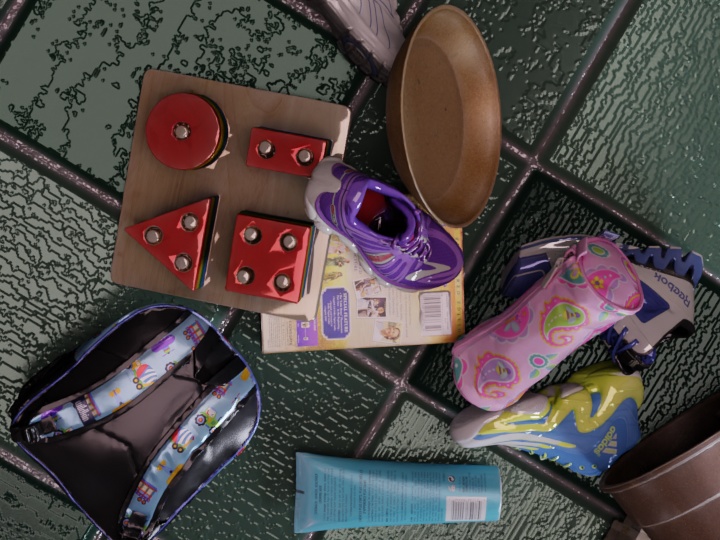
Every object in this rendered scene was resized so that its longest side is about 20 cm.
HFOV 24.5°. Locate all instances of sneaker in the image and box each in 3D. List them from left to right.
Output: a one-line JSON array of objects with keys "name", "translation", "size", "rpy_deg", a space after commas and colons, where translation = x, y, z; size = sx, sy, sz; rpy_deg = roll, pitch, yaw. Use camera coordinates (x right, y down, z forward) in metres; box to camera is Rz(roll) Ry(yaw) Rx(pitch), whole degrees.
[{"name": "sneaker", "translation": [0.003, -0.249, 1.528], "size": [0.087, 0.074, 0.200], "rpy_deg": [-44, 104, -12]}, {"name": "sneaker", "translation": [0.032, -0.030, 1.491], "size": [0.199, 0.083, 0.081], "rpy_deg": [30, 83, -45]}, {"name": "sneaker", "translation": [0.188, 0.162, 1.606], "size": [0.198, 0.076, 0.106], "rpy_deg": [-16, 100, -7]}, {"name": "sneaker", "translation": [0.237, 0.036, 1.572], "size": [0.197, 0.081, 0.117], "rpy_deg": [3, 66, -9]}]

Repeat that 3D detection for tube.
[{"name": "tube", "translation": [0.036, 0.215, 1.600], "size": [0.197, 0.050, 0.079], "rpy_deg": [1, 93, -4]}]

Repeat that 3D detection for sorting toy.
[{"name": "sorting toy", "translation": [-0.122, -0.067, 1.510], "size": [0.196, 0.070, 0.203], "rpy_deg": [11, 96, 4]}]

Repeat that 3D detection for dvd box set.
[{"name": "dvd box set", "translation": [0.000, 0.000, 1.578], "size": [0.197, 0.029, 0.148], "rpy_deg": [-4, 97, -7]}]

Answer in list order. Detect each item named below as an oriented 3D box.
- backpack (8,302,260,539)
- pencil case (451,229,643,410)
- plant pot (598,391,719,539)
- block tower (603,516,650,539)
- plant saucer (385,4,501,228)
[{"name": "backpack", "translation": [-0.196, 0.125, 1.513], "size": [0.200, 0.135, 0.183], "rpy_deg": [-43, 101, 0]}, {"name": "pencil case", "translation": [0.167, 0.048, 1.510], "size": [0.087, 0.088, 0.200], "rpy_deg": [38, 129, -11]}, {"name": "plant pot", "translation": [0.358, 0.233, 1.558], "size": [0.199, 0.200, 0.200], "rpy_deg": [-32, 89, -3]}, {"name": "block tower", "translation": [0.239, 0.343, 1.634], "size": [0.058, 0.054, 0.201], "rpy_deg": [33, 85, -19]}, {"name": "plant saucer", "translation": [0.071, -0.140, 1.515], "size": [0.035, 0.200, 0.203], "rpy_deg": [-1, 100, 30]}]
